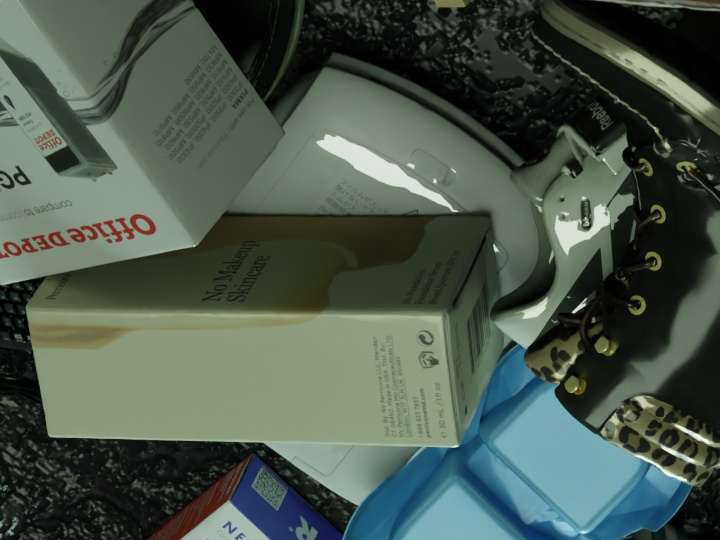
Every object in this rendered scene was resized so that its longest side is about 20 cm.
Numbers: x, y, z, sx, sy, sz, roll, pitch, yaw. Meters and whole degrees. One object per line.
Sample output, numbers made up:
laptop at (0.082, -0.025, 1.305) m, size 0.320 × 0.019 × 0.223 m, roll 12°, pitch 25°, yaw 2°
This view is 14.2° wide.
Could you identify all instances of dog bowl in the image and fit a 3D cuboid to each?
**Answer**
dog bowl at (0.078, 0.108, 1.404) m, size 0.111 × 0.050 × 0.200 m, roll 43°, pitch 101°, yaw -1°

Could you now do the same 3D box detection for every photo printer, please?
photo printer at (0.000, 0.000, 1.411) m, size 0.166 × 0.069 × 0.200 m, roll 35°, pitch 122°, yaw -5°

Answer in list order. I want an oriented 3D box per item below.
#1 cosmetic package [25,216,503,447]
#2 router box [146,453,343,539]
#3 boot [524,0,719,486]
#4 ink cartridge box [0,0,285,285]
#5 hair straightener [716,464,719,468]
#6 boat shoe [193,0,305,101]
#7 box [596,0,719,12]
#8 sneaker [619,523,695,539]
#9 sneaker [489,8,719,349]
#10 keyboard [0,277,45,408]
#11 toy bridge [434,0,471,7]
cosmetic package at (-0.042, 0.026, 1.336) m, size 0.199 × 0.105 × 0.071 m, roll 0°, pitch 116°, yaw 15°
router box at (-0.050, 0.223, 1.565) m, size 0.200 × 0.049 × 0.179 m, roll 44°, pitch 121°, yaw -11°
boot at (0.122, -0.012, 1.221) m, size 0.200 × 0.073 × 0.151 m, roll 34°, pitch 108°, yaw -15°
ink cartridge box at (-0.152, -0.098, 1.284) m, size 0.147 × 0.083 × 0.200 m, roll -11°, pitch 124°, yaw 44°
hair straightener at (0.231, 0.084, 1.379) m, size 0.199 × 0.077 × 0.041 m, roll 6°, pitch 87°, yaw -23°
boat shoe at (-0.090, -0.080, 1.393) m, size 0.074 × 0.066 × 0.199 m, roll 35°, pitch 123°, yaw -6°
box at (0.177, -0.224, 1.174) m, size 0.164 × 0.166 × 0.201 m, roll 8°, pitch 120°, yaw 14°
sneaker at (0.149, 0.164, 1.460) m, size 0.200 × 0.093 × 0.070 m, roll 34°, pitch 95°, yaw 25°
sneaker at (0.118, -0.049, 1.304) m, size 0.088 × 0.074 × 0.201 m, roll 19°, pitch 98°, yaw -10°
keyboard at (-0.207, 0.027, 1.487) m, size 0.199 × 0.021 × 0.127 m, roll 7°, pitch 136°, yaw 30°
toy bridge at (0.126, -0.142, 1.293) m, size 0.200 × 0.067 × 0.027 m, roll 5°, pitch 121°, yaw 32°
